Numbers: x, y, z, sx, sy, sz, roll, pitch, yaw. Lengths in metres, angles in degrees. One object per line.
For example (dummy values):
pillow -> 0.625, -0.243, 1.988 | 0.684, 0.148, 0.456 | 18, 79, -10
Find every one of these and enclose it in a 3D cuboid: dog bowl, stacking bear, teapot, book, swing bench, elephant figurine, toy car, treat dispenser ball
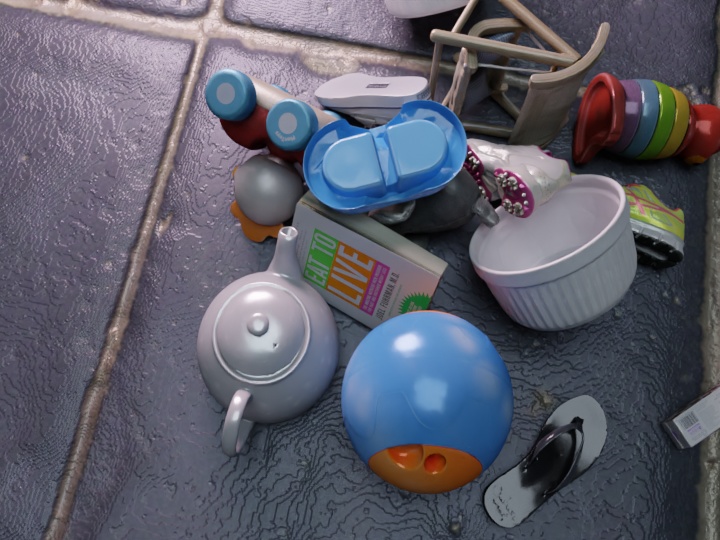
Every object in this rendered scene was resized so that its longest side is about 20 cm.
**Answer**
dog bowl -> 0.030, -0.131, 0.844 | 0.195, 0.050, 0.114 | -14, 75, -1
stacking bear -> 0.413, -0.200, 0.971 | 0.195, 0.121, 0.117 | 8, 79, -7
teapot -> -0.117, 0.089, 0.852 | 0.195, 0.146, 0.202 | -29, 75, -9
book -> 0.000, 0.000, 0.894 | 0.197, 0.135, 0.048 | 28, 40, 10
swing bench -> 0.196, -0.257, 0.936 | 0.197, 0.200, 0.131 | 29, 74, 10
elephant figurine -> 0.050, -0.081, 0.930 | 0.198, 0.155, 0.143 | -34, 107, 0
toy car -> -0.131, -0.141, 0.940 | 0.174, 0.184, 0.204 | 26, 102, 9
treat dispenser ball -> 0.076, 0.149, 0.802 | 0.195, 0.201, 0.206 | 0, 71, 0

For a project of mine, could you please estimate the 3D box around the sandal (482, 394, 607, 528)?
sandal -> 0.234, 0.236, 0.857 | 0.076, 0.043, 0.200 | 43, 77, 13

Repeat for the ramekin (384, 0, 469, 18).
ramekin -> 0.115, -0.438, 1.002 | 0.196, 0.099, 0.202 | -14, 29, 8

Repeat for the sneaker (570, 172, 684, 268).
sneaker -> 0.350, -0.085, 0.952 | 0.197, 0.078, 0.091 | 30, 66, 3

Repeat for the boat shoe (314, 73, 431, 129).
boat shoe -> 0.019, -0.232, 0.981 | 0.197, 0.067, 0.072 | 10, 45, 36

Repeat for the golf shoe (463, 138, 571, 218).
golf shoe -> 0.199, -0.133, 0.926 | 0.090, 0.076, 0.200 | -25, 34, -9

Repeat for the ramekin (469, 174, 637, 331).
ramekin -> 0.243, -0.018, 0.864 | 0.199, 0.200, 0.106 | -37, 115, -11

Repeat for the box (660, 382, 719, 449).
box -> 0.473, 0.156, 0.885 | 0.197, 0.039, 0.042 | -31, 76, -10
